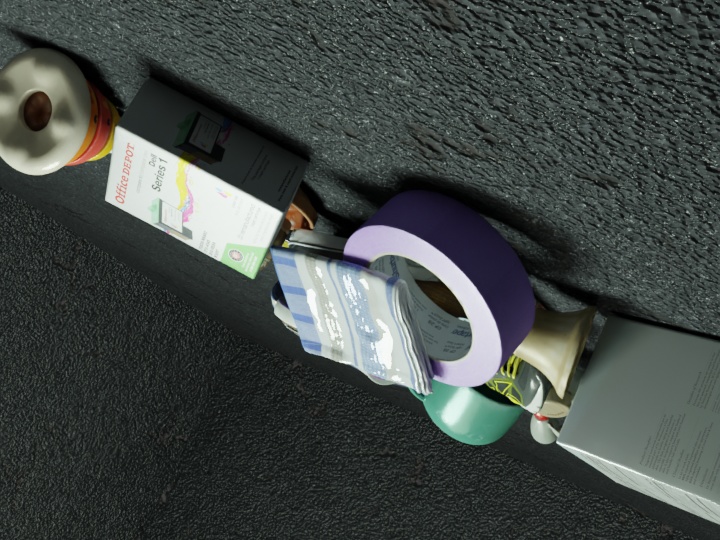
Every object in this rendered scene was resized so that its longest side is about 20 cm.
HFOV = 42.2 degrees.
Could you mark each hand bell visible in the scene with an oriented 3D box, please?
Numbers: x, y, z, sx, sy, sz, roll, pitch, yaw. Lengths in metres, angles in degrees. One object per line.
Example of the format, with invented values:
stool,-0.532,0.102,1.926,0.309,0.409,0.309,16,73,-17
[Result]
hand bell,0.145,0.054,1.018,0.198,0.105,0.104,21,168,16

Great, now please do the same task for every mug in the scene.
mug,0.154,0.174,1.397,0.184,0.115,0.152,35,-147,8

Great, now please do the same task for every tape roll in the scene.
tape roll,0.077,0.020,0.948,0.199,0.066,0.202,31,145,24

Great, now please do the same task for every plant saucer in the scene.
plant saucer,-0.142,-0.111,1.174,0.198,0.033,0.200,25,169,5

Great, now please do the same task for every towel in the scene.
towel,-0.012,0.051,1.002,0.198,0.024,0.148,16,134,41

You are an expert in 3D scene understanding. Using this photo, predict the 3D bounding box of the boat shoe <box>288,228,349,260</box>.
boat shoe,0.000,0.000,1.185,0.197,0.069,0.072,12,171,5

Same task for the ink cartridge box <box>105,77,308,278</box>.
ink cartridge box,-0.175,-0.099,1.040,0.198,0.085,0.145,28,144,-4

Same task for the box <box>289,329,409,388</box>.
box,0.012,0.096,1.533,0.197,0.124,0.200,31,168,-15

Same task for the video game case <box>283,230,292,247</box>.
video game case,-0.155,-0.064,1.442,0.198,0.026,0.181,30,169,-13

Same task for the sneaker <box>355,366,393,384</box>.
sneaker,-0.007,0.098,1.376,0.199,0.075,0.100,34,-177,-30

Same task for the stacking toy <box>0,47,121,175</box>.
stacking toy,-0.349,-0.186,1.166,0.145,0.148,0.200,23,-172,18

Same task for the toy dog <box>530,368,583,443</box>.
toy dog,0.286,0.179,1.278,0.095,0.134,0.200,8,169,12

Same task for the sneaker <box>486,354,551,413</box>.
sneaker,0.189,0.129,1.170,0.084,0.075,0.200,25,169,1

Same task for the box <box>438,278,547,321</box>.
box,0.174,0.054,1.163,0.136,0.040,0.200,16,164,41

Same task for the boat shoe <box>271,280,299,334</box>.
boat shoe,-0.023,0.070,1.218,0.198,0.072,0.073,23,144,23

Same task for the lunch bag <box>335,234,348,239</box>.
lunch bag,0.028,0.033,1.302,0.198,0.083,0.161,26,168,6

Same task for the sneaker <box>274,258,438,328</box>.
sneaker,-0.001,0.010,1.114,0.198,0.149,0.080,15,-174,23

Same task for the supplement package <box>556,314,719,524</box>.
supplement package,0.343,0.162,0.961,0.199,0.153,0.150,14,165,48

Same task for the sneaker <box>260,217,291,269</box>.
sneaker,-0.177,-0.057,1.223,0.199,0.076,0.070,16,165,44
